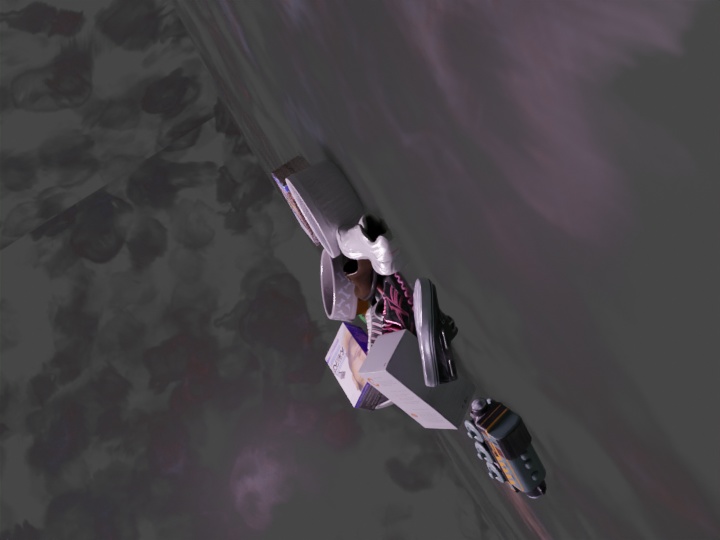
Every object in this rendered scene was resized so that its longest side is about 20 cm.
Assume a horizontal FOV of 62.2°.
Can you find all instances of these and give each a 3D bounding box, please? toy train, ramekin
[{"bbox_3d":[0.257,0.311,1.038,0.202,0.085,0.114,61,164,-23],"label":"toy train"},{"bbox_3d":[-0.068,-0.140,1.293,0.202,0.104,0.200,57,175,8],"label":"ramekin"}]

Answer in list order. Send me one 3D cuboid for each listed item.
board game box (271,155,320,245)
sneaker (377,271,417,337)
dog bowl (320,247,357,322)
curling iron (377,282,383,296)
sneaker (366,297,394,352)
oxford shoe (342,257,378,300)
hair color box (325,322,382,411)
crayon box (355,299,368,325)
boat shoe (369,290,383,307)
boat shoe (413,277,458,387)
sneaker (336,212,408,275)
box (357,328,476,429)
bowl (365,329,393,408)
[{"bbox_3d":[-0.149,-0.199,1.684,0.202,0.096,0.160,62,173,-30],"label":"board game box"},{"bbox_3d":[0.075,0.080,1.281,0.201,0.094,0.079,56,176,33],"label":"sneaker"},{"bbox_3d":[-0.057,0.030,1.494,0.200,0.057,0.205,176,90,-77],"label":"dog bowl"},{"bbox_3d":[0.089,0.075,1.400,0.201,0.049,0.026,56,176,-26],"label":"curling iron"},{"bbox_3d":[0.062,0.138,1.321,0.088,0.072,0.203,-57,29,38],"label":"sneaker"},{"bbox_3d":[0.000,0.000,1.289,0.201,0.082,0.074,103,164,-56],"label":"oxford shoe"},{"bbox_3d":[-0.007,0.223,1.408,0.064,0.111,0.200,18,-164,-32],"label":"hair color box"},{"bbox_3d":[-0.015,0.032,1.547,0.127,0.050,0.205,-144,51,-73],"label":"crayon box"},{"bbox_3d":[0.054,0.070,1.508,0.073,0.068,0.200,59,174,-13],"label":"boat shoe"},{"bbox_3d":[0.135,0.105,1.046,0.072,0.069,0.204,-103,4,-69],"label":"boat shoe"},{"bbox_3d":[0.015,-0.070,1.135,0.199,0.077,0.101,26,140,50],"label":"sneaker"},{"bbox_3d":[0.113,0.223,1.207,0.199,0.098,0.124,40,154,-14],"label":"box"},{"bbox_3d":[0.083,0.213,1.395,0.073,0.199,0.204,15,-125,-32],"label":"bowl"}]
